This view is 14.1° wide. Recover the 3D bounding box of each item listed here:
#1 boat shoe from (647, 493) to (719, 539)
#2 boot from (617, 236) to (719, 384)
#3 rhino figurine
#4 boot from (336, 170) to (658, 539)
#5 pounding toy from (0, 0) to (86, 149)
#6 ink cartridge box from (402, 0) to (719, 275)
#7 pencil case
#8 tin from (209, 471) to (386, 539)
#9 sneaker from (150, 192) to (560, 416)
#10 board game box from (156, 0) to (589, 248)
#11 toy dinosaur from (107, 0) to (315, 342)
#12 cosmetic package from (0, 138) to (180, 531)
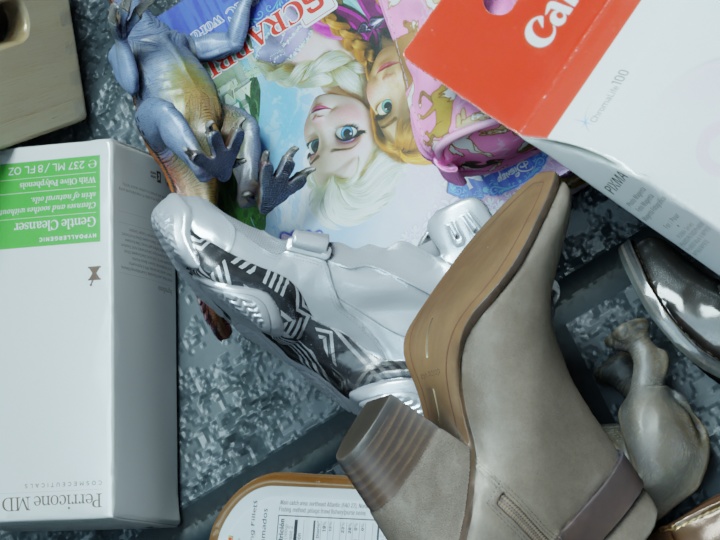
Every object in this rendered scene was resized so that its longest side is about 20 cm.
[{"bbox_3d":[0.147,0.165,1.422,0.200,0.068,0.072,-35,73,15],"label":"boat shoe"},{"bbox_3d":[0.243,0.001,1.412,0.200,0.069,0.174,42,95,18],"label":"boot"},{"bbox_3d":[0.090,0.117,1.459,0.200,0.060,0.088,-39,67,16],"label":"rhino figurine"},{"bbox_3d":[0.084,0.074,1.384,0.146,0.070,0.200,40,76,-14],"label":"boot"},{"bbox_3d":[-0.264,-0.135,1.590,0.183,0.200,0.143,-3,102,27],"label":"pounding toy"},{"bbox_3d":[0.146,-0.110,1.394,0.200,0.057,0.163,36,65,-3],"label":"ink cartridge box"},{"bbox_3d":[0.046,-0.146,1.455,0.086,0.083,0.201,-32,70,43],"label":"pencil case"},{"bbox_3d":[-0.004,0.157,1.471,0.199,0.042,0.113,-2,76,44],"label":"tin"},{"bbox_3d":[0.000,0.000,1.443,0.200,0.075,0.115,36,80,1],"label":"sneaker"},{"bbox_3d":[0.006,-0.091,1.531,0.200,0.041,0.200,-32,72,17],"label":"board game box"},{"bbox_3d":[-0.112,-0.096,1.518,0.181,0.105,0.201,39,111,42],"label":"toy dinosaur"},{"bbox_3d":[-0.159,0.038,1.564,0.107,0.085,0.201,-6,80,21],"label":"cosmetic package"}]
